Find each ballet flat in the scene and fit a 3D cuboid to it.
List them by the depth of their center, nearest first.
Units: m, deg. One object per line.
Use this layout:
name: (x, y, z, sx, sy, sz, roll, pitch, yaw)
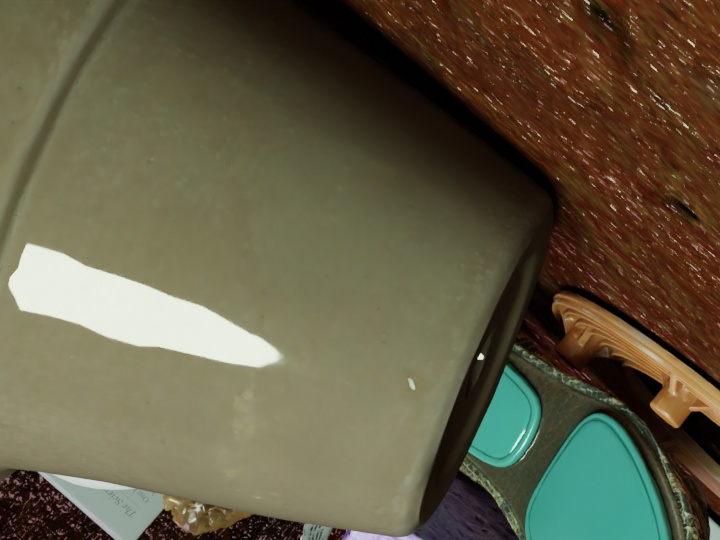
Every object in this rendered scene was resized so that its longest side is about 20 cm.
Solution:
ballet flat: (0.077, 0.069, 0.999, 0.075, 0.068, 0.200, 18, -160, -42)

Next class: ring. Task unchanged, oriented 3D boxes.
ring: (0.139, 0.081, 1.003, 0.200, 0.019, 0.200, 42, 175, 4)

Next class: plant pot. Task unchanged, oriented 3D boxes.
plant pot: (-0.039, -0.005, 0.865, 0.174, 0.201, 0.200, 22, 172, 9)

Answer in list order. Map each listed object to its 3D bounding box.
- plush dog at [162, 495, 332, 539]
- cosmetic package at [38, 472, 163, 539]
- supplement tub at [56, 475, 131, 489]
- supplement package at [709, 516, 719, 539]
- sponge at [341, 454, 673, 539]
plush dog: (-0.039, 0.022, 1.340, 0.200, 0.160, 0.172, 48, -164, -54)
cosmetic package: (-0.144, 0.004, 1.555, 0.199, 0.200, 0.123, 45, 174, -28)
supplement tub: (-0.111, -0.022, 1.160, 0.132, 0.132, 0.201, 37, 155, 49)
supplement package: (0.141, 0.175, 1.266, 0.200, 0.114, 0.110, 43, 175, 7)
sponge: (0.059, 0.089, 1.059, 0.111, 0.030, 0.200, 29, -161, 0)
